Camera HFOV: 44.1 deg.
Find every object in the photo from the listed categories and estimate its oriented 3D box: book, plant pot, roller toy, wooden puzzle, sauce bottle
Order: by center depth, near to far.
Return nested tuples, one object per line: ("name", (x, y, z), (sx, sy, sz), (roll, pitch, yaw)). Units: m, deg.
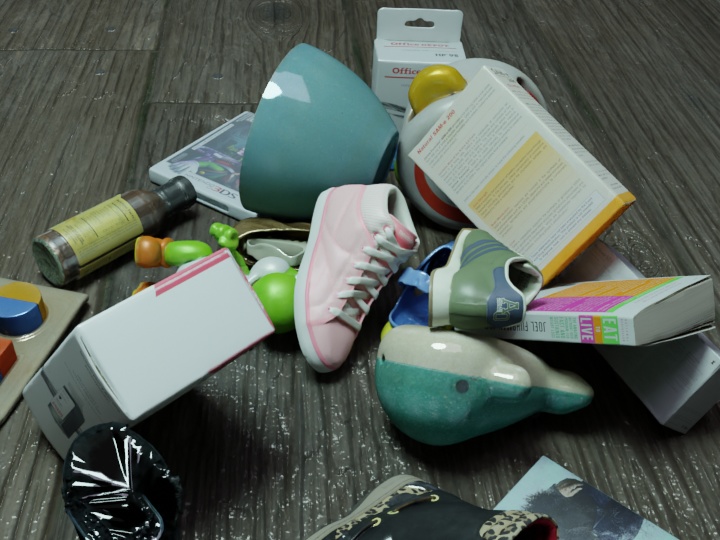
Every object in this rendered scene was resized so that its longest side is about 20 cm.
("book", (0.204, 0.038, 0.829), (0.133, 0.048, 0.200), (-12, 7, -39))
("wooden puzzle", (-0.395, 0.059, 0.875), (0.184, 0.046, 0.200), (10, 38, 9))
("plant pot", (-0.035, -0.139, 1.012), (0.134, 0.201, 0.200), (22, 40, 8))
("sauce bottle", (-0.273, -0.051, 1.014), (0.065, 0.065, 0.200), (28, 42, 29))
("roller toy", (0.137, -0.147, 1.061), (0.182, 0.201, 0.140), (12, 38, 2))

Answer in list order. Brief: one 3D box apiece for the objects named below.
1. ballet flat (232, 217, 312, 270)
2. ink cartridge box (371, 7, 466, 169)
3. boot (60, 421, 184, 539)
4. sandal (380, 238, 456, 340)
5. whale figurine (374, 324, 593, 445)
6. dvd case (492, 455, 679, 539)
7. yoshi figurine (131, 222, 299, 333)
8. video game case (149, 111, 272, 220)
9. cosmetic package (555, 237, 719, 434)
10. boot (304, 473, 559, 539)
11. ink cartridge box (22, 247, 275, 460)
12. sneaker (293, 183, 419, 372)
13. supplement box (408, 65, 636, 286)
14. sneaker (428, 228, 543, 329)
("ballet flat", (-0.055, -0.022, 0.979), (0.199, 0.068, 0.072), (7, 23, 9))
("ink cartridge box", (0.072, -0.232, 1.156), (0.115, 0.201, 0.067), (1, 38, -2))
("boot", (-0.172, 0.167, 0.651), (0.076, 0.169, 0.200), (-11, 39, -17))
("sandal", (0.094, 0.009, 0.942), (0.079, 0.087, 0.200), (19, 39, 22))
("whale figurine", (0.108, 0.112, 0.809), (0.199, 0.104, 0.159), (14, -5, -19))
("dvd case", (0.150, 0.244, 0.693), (0.146, 0.022, 0.200), (30, 47, 31))
("yoshi figurine", (-0.133, 0.019, 0.907), (0.199, 0.113, 0.112), (6, 53, 0))
("video game case", (-0.143, -0.139, 1.167), (0.181, 0.023, 0.200), (24, 42, 24))
("cosmetic package", (0.277, 0.060, 0.883), (0.051, 0.083, 0.200), (23, 24, -38))
("boot", (0.036, 0.222, 0.631), (0.150, 0.073, 0.200), (-1, 21, 42))
("ink cartridge box", (-0.182, 0.076, 0.742), (0.145, 0.200, 0.085), (-32, 90, -36))
("sneaker", (0.000, 0.000, 0.879), (0.104, 0.075, 0.201), (-8, 61, 31))
("supplement box", (0.165, -0.098, 0.921), (0.200, 0.126, 0.073), (48, 25, 12))
("sneaker", (0.124, 0.010, 0.819), (0.089, 0.067, 0.200), (4, 17, 16))
